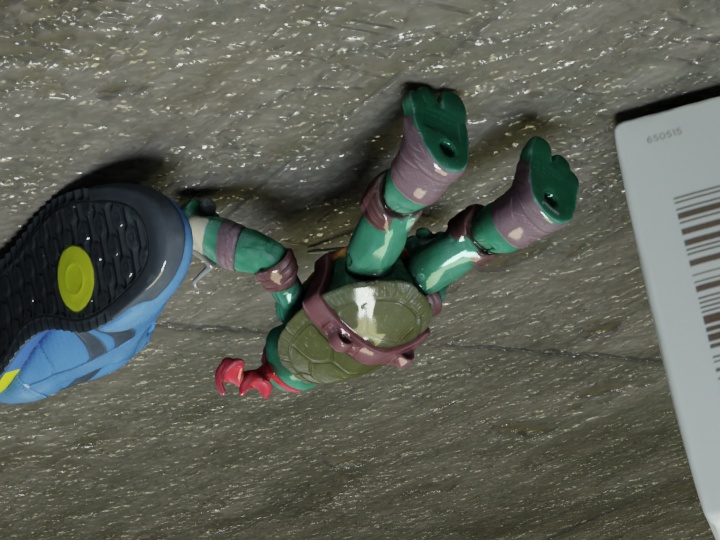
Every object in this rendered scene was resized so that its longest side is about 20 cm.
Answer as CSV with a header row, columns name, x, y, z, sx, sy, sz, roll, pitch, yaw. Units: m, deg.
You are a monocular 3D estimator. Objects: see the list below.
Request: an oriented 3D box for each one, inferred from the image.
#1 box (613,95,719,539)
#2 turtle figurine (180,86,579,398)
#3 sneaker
name,x,y,z,sx,sy,sz,roll,pitch,yaw
box,0.244,0.022,0.899,0.199,0.200,0.171,-14,159,10
turtle figurine,0.000,0.000,0.883,0.149,0.101,0.200,6,147,-43
sneaker,-0.122,0.010,0.893,0.078,0.066,0.200,-2,160,-38
